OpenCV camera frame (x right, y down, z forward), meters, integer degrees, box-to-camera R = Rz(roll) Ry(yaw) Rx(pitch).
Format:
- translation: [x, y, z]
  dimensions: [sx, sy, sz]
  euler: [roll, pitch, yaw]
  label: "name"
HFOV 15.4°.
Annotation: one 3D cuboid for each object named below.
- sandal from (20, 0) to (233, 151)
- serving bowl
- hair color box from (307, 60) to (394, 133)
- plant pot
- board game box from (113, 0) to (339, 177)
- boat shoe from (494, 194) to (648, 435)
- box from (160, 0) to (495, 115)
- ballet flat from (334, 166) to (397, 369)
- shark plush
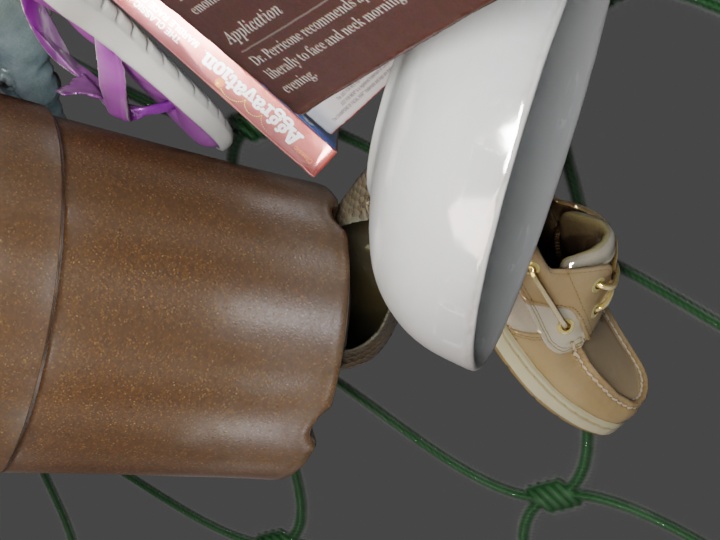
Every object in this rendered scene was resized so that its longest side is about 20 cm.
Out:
- translation: [-0.133, -0.109, 1.262]
  dimensions: [0.082, 0.050, 0.203]
  euler: [47, -178, 42]
  label: "sandal"
- translation: [0.047, -0.063, 1.079]
  dimensions: [0.066, 0.200, 0.200]
  euler: [17, 142, 8]
  label: "serving bowl"
- translation: [-0.049, -0.165, 1.171]
  dimensions: [0.200, 0.064, 0.111]
  euler: [41, 146, -8]
  label: "hair color box"
- translation: [-0.120, 0.018, 1.293]
  dimensions: [0.198, 0.201, 0.200]
  euler: [9, 149, -19]
  label: "plant pot"
- translation: [-0.089, -0.123, 1.235]
  dimensions: [0.200, 0.019, 0.103]
  euler: [42, -172, -7]
  label: "board game box"
- translation: [0.087, -0.002, 1.234]
  dimensions: [0.069, 0.074, 0.200]
  euler: [-26, 124, 23]
  label: "boat shoe"
- translation: [-0.021, -0.197, 0.993]
  dimensions: [0.200, 0.164, 0.166]
  euler: [40, 151, -17]
  label: "box"
- translation: [0.000, 0.000, 1.330]
  dimensions: [0.067, 0.046, 0.200]
  euler: [37, 145, 0]
  label: "ballet flat"
- translation: [-0.203, -0.127, 1.326]
  dimensions: [0.091, 0.083, 0.200]
  euler: [7, 135, 35]
  label: "shark plush"
